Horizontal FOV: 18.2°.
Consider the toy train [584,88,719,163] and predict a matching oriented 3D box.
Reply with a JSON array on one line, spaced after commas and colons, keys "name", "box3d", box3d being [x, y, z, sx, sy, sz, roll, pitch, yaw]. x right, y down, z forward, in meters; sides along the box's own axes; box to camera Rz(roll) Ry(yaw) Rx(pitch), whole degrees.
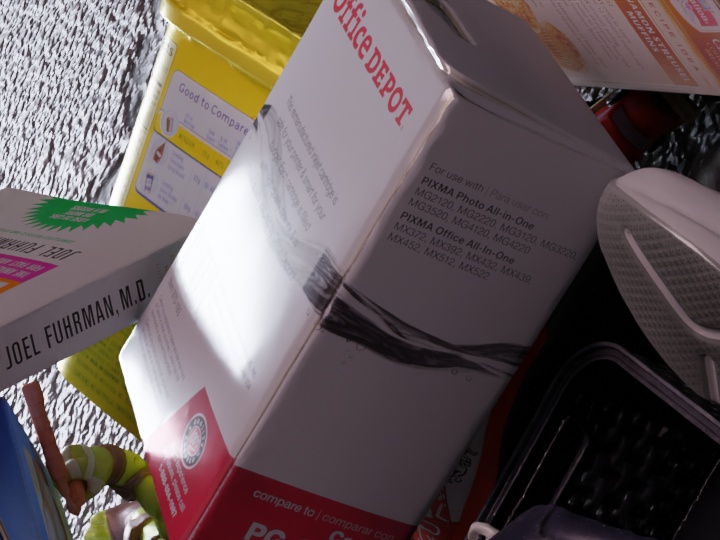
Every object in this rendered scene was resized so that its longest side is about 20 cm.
[{"name": "toy train", "box3d": [0.105, -0.056, 0.922, 0.200, 0.034, 0.046, -36, 13, 32]}]

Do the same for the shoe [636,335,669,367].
[{"name": "shoe", "box3d": [0.087, 0.025, 0.915, 0.200, 0.053, 0.070, -12, 92, 56]}]

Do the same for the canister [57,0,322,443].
[{"name": "canister", "box3d": [-0.044, -0.018, 0.969, 0.149, 0.087, 0.200, 34, 114, 32]}]

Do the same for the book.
[{"name": "book", "box3d": [-0.172, 0.023, 0.898, 0.134, 0.200, 0.048, 8, 117, 43]}]

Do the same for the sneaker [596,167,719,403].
[{"name": "sneaker", "box3d": [0.167, 0.021, 0.717, 0.200, 0.070, 0.080, 33, 62, 19]}]

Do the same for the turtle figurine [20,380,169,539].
[{"name": "turtle figurine", "box3d": [-0.082, 0.124, 1.005, 0.064, 0.200, 0.161, -44, 4, -18]}]

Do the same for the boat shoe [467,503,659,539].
[{"name": "boat shoe", "box3d": [0.035, 0.124, 0.743, 0.200, 0.075, 0.093, 4, 67, 48]}]

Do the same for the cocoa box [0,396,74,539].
[{"name": "cocoa box", "box3d": [-0.181, 0.147, 0.933, 0.200, 0.131, 0.133, 97, 157, -75]}]

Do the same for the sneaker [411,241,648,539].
[{"name": "sneaker", "box3d": [0.044, 0.032, 0.872, 0.108, 0.067, 0.201, 47, 140, 32]}]

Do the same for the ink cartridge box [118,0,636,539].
[{"name": "ink cartridge box", "box3d": [0.000, 0.000, 0.821, 0.200, 0.083, 0.145, -59, 26, 19]}]

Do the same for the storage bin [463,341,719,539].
[{"name": "storage bin", "box3d": [0.125, 0.127, 0.752, 0.135, 0.094, 0.200, -61, 34, 8]}]

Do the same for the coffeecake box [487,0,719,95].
[{"name": "coffeecake box", "box3d": [0.126, -0.149, 0.889, 0.154, 0.073, 0.200, -49, 28, -17]}]
